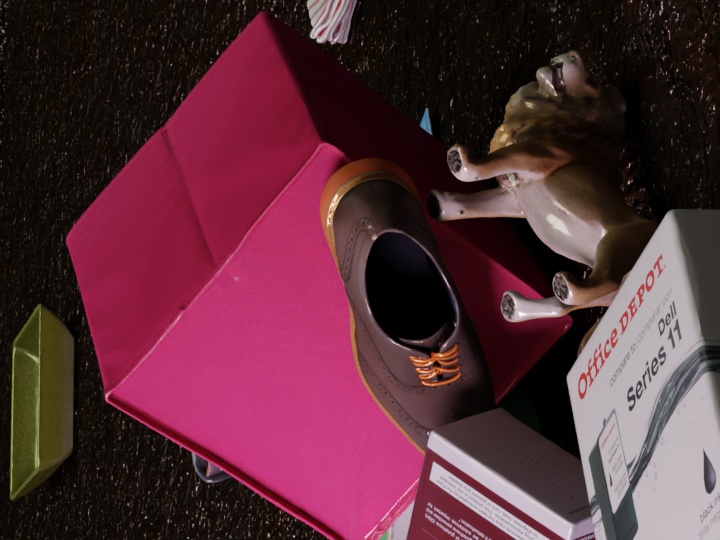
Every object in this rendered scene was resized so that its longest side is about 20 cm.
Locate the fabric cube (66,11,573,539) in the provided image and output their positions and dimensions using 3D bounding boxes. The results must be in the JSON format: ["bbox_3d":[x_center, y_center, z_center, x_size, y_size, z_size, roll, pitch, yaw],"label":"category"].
[{"bbox_3d":[-0.030,0.007,1.488,0.200,0.196,0.199,-48,28,12],"label":"fabric cube"}]

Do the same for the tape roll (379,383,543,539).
[{"bbox_3d":[0.060,0.161,1.534,0.200,0.048,0.201,-177,90,-73],"label":"tape roll"}]

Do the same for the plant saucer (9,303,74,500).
[{"bbox_3d":[-0.375,0.159,3.017,0.200,0.048,0.200,138,133,-67],"label":"plant saucer"}]

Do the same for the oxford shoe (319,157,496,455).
[{"bbox_3d":[0.029,0.039,1.361,0.073,0.071,0.200,-113,-2,-58],"label":"oxford shoe"}]

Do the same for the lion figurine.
[{"bbox_3d":[0.116,-0.028,1.318,0.200,0.122,0.073,60,147,36],"label":"lion figurine"}]

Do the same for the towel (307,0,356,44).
[{"bbox_3d":[-0.026,-0.281,1.952,0.200,0.030,0.147,-108,28,-53],"label":"towel"}]

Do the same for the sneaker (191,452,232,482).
[{"bbox_3d":[-0.044,0.125,1.672,0.200,0.112,0.078,48,146,26],"label":"sneaker"}]

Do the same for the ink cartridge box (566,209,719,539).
[{"bbox_3d":[0.164,0.092,1.127,0.147,0.083,0.200,115,154,-50],"label":"ink cartridge box"}]

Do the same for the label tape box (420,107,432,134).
[{"bbox_3d":[0.000,0.000,1.742,0.200,0.066,0.144,115,153,-55],"label":"label tape box"}]

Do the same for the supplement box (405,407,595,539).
[{"bbox_3d":[0.074,0.189,1.380,0.109,0.061,0.200,33,122,36],"label":"supplement box"}]
